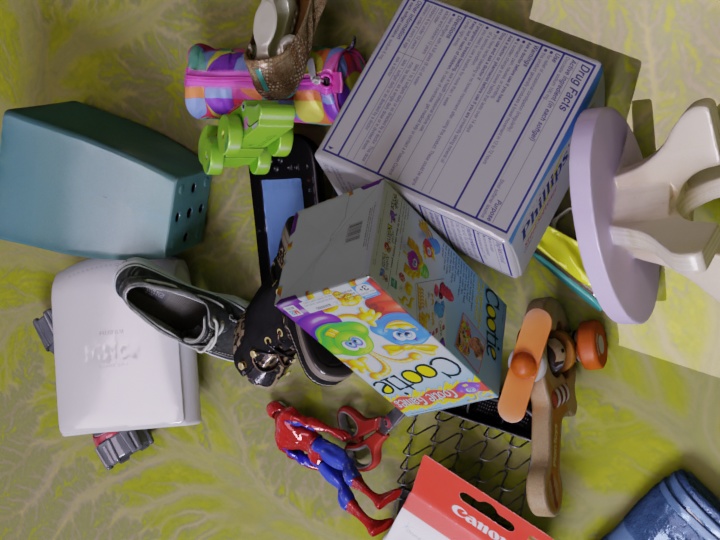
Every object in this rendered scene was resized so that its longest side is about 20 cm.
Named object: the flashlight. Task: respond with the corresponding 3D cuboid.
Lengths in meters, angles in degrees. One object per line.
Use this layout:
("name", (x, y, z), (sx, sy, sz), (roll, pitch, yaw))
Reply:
("flashlight", (-0.323, 0.136, 1.306), (0.068, 0.068, 0.201), (-33, 85, 30))

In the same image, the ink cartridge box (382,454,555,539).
("ink cartridge box", (0.099, 0.295, 1.091), (0.162, 0.057, 0.201), (31, 144, 17))

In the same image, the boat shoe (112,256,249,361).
("boat shoe", (-0.174, 0.057, 1.160), (0.199, 0.071, 0.072), (25, 108, -24))

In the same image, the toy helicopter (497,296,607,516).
("toy helicopter", (0.167, 0.119, 0.989), (0.078, 0.132, 0.202), (-6, 64, 27))

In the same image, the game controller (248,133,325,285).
("game controller", (-0.072, -0.042, 1.151), (0.104, 0.042, 0.202), (5, 104, 52))

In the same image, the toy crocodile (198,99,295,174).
("toy crocodile", (-0.114, -0.134, 1.075), (0.200, 0.067, 0.062), (158, 108, -68))

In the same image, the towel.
("towel", (0.279, 0.292, 1.048), (0.112, 0.048, 0.201), (43, 115, 14))

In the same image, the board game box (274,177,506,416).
("board game box", (0.032, 0.031, 0.965), (0.102, 0.106, 0.200), (-18, 135, 34))

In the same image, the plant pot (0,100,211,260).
("plant pot", (-0.274, -0.089, 1.205), (0.198, 0.141, 0.143), (16, 107, 14))

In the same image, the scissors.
("scissors", (0.028, 0.164, 1.116), (0.200, 0.014, 0.074), (-26, 79, 58))

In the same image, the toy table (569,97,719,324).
("toy table", (0.263, -0.048, 0.930), (0.116, 0.184, 0.201), (-2, 131, 37))

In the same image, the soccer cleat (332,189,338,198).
("soccer cleat", (0.000, 0.000, 1.111), (0.067, 0.081, 0.202), (-2, 99, 26))

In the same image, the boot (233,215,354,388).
("boot", (-0.066, 0.063, 1.072), (0.151, 0.073, 0.201), (-56, 37, 36))

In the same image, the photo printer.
("photo printer", (-0.266, 0.080, 1.237), (0.165, 0.069, 0.202), (-6, 84, 11))

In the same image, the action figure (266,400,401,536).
("action figure", (-0.036, 0.199, 1.168), (0.200, 0.051, 0.066), (35, 132, 34))

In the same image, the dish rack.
("dish rack", (0.102, 0.208, 1.117), (0.152, 0.054, 0.202), (16, 107, 24))

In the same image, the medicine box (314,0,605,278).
("medicine box", (0.092, -0.123, 0.987), (0.199, 0.103, 0.183), (26, 79, 19))

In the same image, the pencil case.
("pencil case", (-0.087, -0.192, 1.117), (0.198, 0.088, 0.089), (4, 102, 27))

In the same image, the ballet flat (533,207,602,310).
("ballet flat", (0.169, -0.041, 1.037), (0.199, 0.067, 0.067), (35, 92, 13))

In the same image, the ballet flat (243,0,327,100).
("ballet flat", (-0.068, -0.263, 1.053), (0.070, 0.065, 0.202), (0, 68, 22))
